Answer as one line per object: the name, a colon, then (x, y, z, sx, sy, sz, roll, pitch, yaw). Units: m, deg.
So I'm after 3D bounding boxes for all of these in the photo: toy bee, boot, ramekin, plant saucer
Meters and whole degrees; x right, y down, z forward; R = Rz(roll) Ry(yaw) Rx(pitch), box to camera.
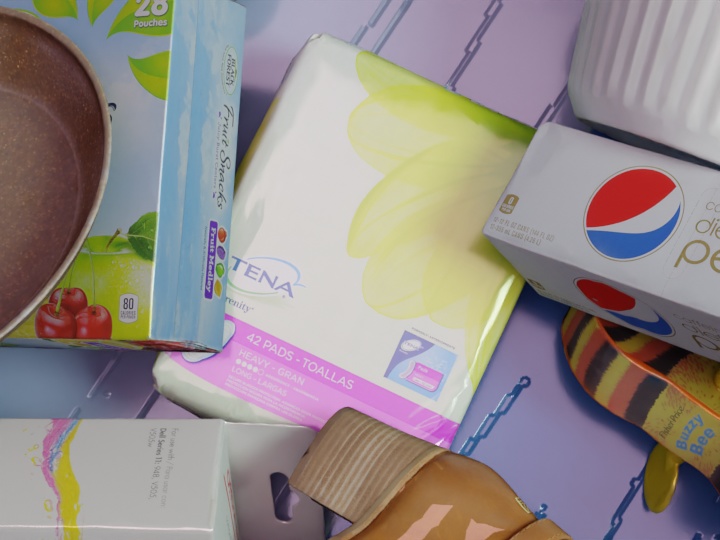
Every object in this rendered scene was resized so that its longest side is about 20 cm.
toy bee: (0.181, 0.071, 0.779, 0.199, 0.109, 0.131, 11, 127, 19)
boot: (0.010, 0.176, 0.734, 0.154, 0.074, 0.201, 29, 94, 23)
ramekin: (0.187, -0.085, 0.770, 0.202, 0.202, 0.095, 23, 95, 6)
plant saucer: (-0.197, -0.028, 0.738, 0.199, 0.037, 0.201, -8, 59, 13)

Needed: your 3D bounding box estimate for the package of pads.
package of pads: (0.000, 0.000, 0.829, 0.154, 0.068, 0.201, 25, 85, 5)

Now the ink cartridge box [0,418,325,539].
ink cartridge box: (-0.118, 0.131, 0.790, 0.199, 0.117, 0.068, -1, 44, 4)

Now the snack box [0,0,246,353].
snack box: (-0.158, -0.047, 0.810, 0.199, 0.068, 0.170, 1, 83, 28)

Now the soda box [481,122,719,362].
soda box: (0.154, -0.001, 0.723, 0.199, 0.068, 0.064, 21, 76, 39)
